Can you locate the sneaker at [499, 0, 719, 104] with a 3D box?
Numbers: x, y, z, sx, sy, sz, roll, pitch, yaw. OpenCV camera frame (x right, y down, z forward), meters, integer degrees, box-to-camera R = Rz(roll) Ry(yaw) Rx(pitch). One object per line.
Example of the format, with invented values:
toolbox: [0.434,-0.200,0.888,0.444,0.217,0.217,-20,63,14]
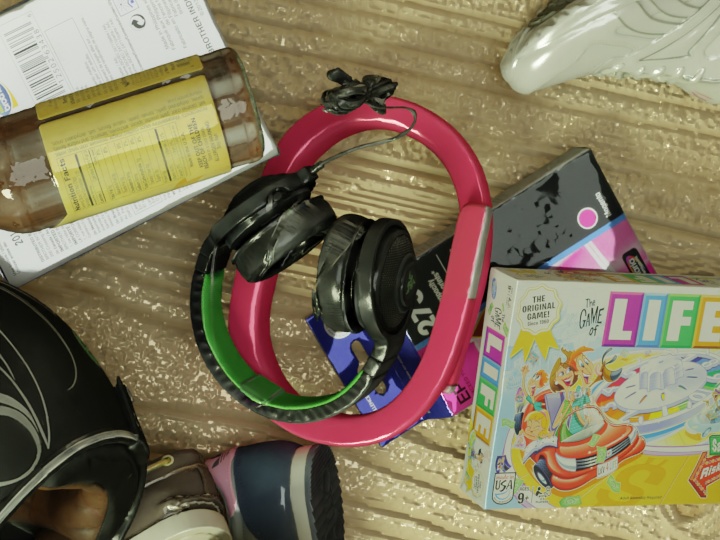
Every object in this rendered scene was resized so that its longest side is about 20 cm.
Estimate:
sneaker: [0.180,-0.137,0.879,0.198,0.078,0.100,-25,102,-5]

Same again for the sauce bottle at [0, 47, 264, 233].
sauce bottle: [-0.150,-0.058,0.764,0.198,0.065,0.065,-17,98,-6]

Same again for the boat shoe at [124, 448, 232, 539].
boat shoe: [-0.168,0.168,0.857,0.198,0.072,0.060,-28,56,11]

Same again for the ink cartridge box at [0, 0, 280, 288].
ink cartridge box: [-0.164,-0.083,0.828,0.198,0.076,0.138,-27,99,-7]

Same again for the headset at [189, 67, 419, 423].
headset: [-0.027,-0.010,0.798,0.123,0.094,0.202,29,108,17]

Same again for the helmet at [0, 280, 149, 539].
helmet: [-0.228,0.096,0.768,0.190,0.200,0.201,33,90,21]

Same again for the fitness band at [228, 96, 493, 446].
fitness band: [0.000,0.000,0.857,0.142,0.037,0.203,15,92,18]

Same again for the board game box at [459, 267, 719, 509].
board game box: [0.162,0.070,0.885,0.198,0.034,0.136,2,102,-23]

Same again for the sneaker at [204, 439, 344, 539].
sneaker: [-0.053,0.198,0.888,0.081,0.070,0.203,1,98,15]

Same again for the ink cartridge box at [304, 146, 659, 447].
ink cartridge box: [0.074,0.017,0.898,0.199,0.037,0.095,-32,99,-3]
